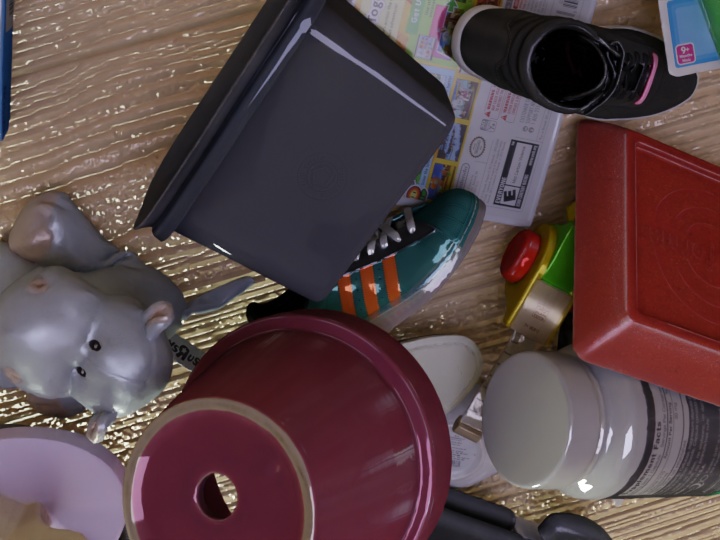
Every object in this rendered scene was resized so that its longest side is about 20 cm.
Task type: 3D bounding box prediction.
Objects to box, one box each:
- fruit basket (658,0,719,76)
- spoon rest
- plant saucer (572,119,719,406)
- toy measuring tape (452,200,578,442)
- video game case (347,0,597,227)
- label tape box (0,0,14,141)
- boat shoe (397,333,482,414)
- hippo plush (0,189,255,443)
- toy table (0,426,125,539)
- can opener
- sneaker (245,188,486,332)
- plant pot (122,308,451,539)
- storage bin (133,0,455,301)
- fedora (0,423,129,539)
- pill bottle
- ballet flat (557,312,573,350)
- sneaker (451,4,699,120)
[{"bbox_3d":[0.281,-0.249,0.804,0.183,0.094,0.202,-13,104,-17],"label":"fruit basket"},{"bbox_3d":[0.119,0.145,0.957,0.198,0.061,0.100,12,111,-2],"label":"spoon rest"},{"bbox_3d":[0.248,-0.006,0.851,0.198,0.202,0.037,19,149,-19],"label":"plant saucer"},{"bbox_3d":[0.124,0.033,0.893,0.073,0.074,0.201,25,100,-19],"label":"toy measuring tape"},{"bbox_3d":[0.066,-0.141,0.846,0.180,0.023,0.202,9,110,-15],"label":"video game case"},{"bbox_3d":[-0.322,-0.164,0.734,0.198,0.066,0.145,3,111,-14],"label":"label tape box"},{"bbox_3d":[-0.002,0.100,0.905,0.200,0.060,0.073,-26,105,-8],"label":"boat shoe"},{"bbox_3d":[-0.187,0.058,0.796,0.199,0.161,0.160,26,104,-19],"label":"hippo plush"},{"bbox_3d":[-0.253,0.192,0.766,0.199,0.117,0.185,-31,104,9],"label":"toy table"},{"bbox_3d":[0.119,0.208,0.958,0.199,0.053,0.067,20,117,-28],"label":"can opener"},{"bbox_3d":[0.000,0.000,0.854,0.200,0.072,0.080,-41,110,15],"label":"sneaker"},{"bbox_3d":[-0.055,0.132,0.757,0.198,0.179,0.202,1,94,19],"label":"plant pot"},{"bbox_3d":[-0.038,-0.087,0.772,0.134,0.146,0.201,33,109,-16],"label":"storage bin"},{"bbox_3d":[-0.239,0.187,0.873,0.198,0.090,0.179,12,106,-3],"label":"fedora"},{"bbox_3d":[0.194,0.111,0.861,0.198,0.113,0.114,7,111,-33],"label":"pill bottle"},{"bbox_3d":[0.194,0.044,0.924,0.066,0.057,0.202,-5,112,-11],"label":"ballet flat"},{"bbox_3d":[0.168,-0.133,0.803,0.198,0.099,0.071,7,108,-24],"label":"sneaker"}]
